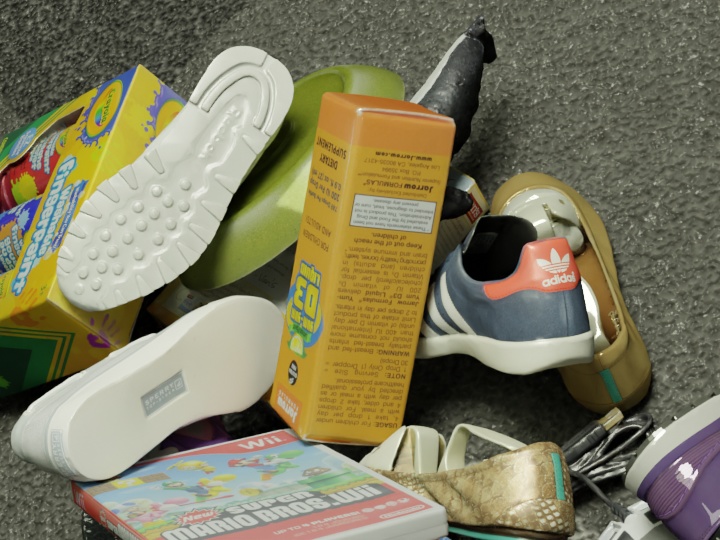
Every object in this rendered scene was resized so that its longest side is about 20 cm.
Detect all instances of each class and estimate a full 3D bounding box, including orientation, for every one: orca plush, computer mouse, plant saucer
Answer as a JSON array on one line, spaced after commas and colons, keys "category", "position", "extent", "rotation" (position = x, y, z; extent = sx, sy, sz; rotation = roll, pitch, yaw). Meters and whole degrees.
[{"category": "orca plush", "position": [0.042, -0.064, 1.145], "extent": [0.200, 0.071, 0.105], "rotation": [-56, 11, -24]}, {"category": "computer mouse", "position": [0.165, 0.161, 0.972], "extent": [0.110, 0.044, 0.200], "rotation": [-36, 43, -6]}, {"category": "plant saucer", "position": [-0.056, -0.071, 1.177], "extent": [0.200, 0.031, 0.200], "rotation": [-36, 24, 19]}]

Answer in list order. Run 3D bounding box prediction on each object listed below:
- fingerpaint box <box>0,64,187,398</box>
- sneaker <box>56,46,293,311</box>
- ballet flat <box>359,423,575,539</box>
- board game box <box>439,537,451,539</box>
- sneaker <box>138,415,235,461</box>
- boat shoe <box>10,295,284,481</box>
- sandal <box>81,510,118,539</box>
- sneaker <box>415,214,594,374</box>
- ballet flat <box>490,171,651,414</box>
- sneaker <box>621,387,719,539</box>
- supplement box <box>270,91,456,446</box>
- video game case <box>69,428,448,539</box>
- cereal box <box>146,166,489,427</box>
[{"category": "fingerpaint box", "position": [-0.208, -0.024, 1.226], "extent": [0.167, 0.073, 0.200], "rotation": [-19, 44, 42]}, {"category": "sneaker", "position": [-0.115, -0.051, 1.132], "extent": [0.076, 0.080, 0.200], "rotation": [43, 80, -4]}, {"category": "ballet flat", "position": [0.048, 0.121, 1.012], "extent": [0.200, 0.070, 0.066], "rotation": [-4, 75, 48]}, {"category": "board game box", "position": [0.032, 0.249, 0.946], "extent": [0.200, 0.103, 0.019], "rotation": [-63, 16, -22]}, {"category": "sneaker", "position": [-0.118, 0.099, 1.139], "extent": [0.200, 0.081, 0.089], "rotation": [19, 60, 36]}, {"category": "boat shoe", "position": [-0.125, 0.070, 1.070], "extent": [0.068, 0.072, 0.200], "rotation": [2, 27, 39]}, {"category": "sandal", "position": [-0.130, 0.225, 1.075], "extent": [0.076, 0.043, 0.201], "rotation": [-3, 56, -4]}, {"category": "sneaker", "position": [0.069, 0.008, 1.056], "extent": [0.075, 0.085, 0.200], "rotation": [-10, 7, -31]}, {"category": "ballet flat", "position": [0.125, -0.003, 1.090], "extent": [0.069, 0.063, 0.200], "rotation": [-29, 49, 6]}, {"category": "sneaker", "position": [0.241, 0.091, 0.954], "extent": [0.200, 0.076, 0.088], "rotation": [-32, 62, -19]}, {"category": "supplement box", "position": [0.000, 0.000, 1.049], "extent": [0.067, 0.069, 0.201], "rotation": [-147, 62, -65]}, {"category": "video game case", "position": [-0.061, 0.127, 0.963], "extent": [0.143, 0.018, 0.200], "rotation": [-11, 12, -25]}, {"category": "cereal box", "position": [-0.029, -0.008, 1.188], "extent": [0.200, 0.040, 0.144], "rotation": [-48, 51, -11]}]
